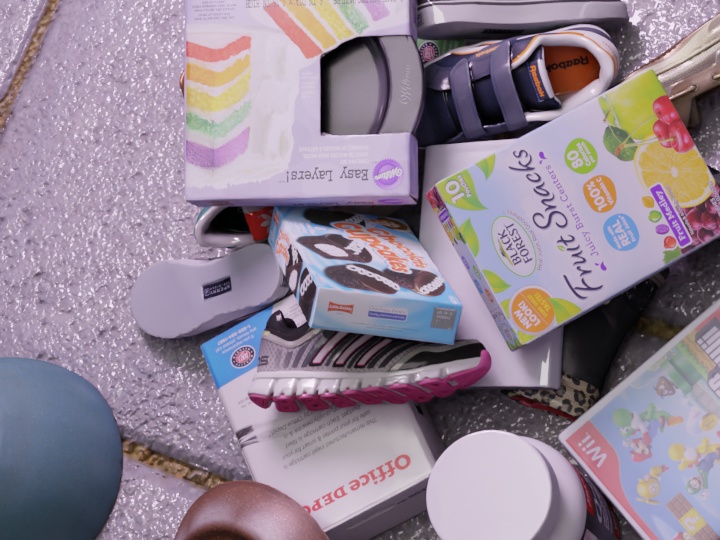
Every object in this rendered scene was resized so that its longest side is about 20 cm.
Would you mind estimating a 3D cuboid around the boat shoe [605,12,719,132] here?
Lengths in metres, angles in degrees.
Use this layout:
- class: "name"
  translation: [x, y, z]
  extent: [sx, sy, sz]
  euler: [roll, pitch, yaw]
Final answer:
- class: "boat shoe"
  translation: [0.257, -0.143, 1.598]
  extent: [0.200, 0.072, 0.065]
  euler: [-35, 84, 14]

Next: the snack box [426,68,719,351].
- class: "snack box"
  translation: [0.172, -0.047, 1.492]
  extent: [0.199, 0.053, 0.143]
  euler: [-28, 85, -10]

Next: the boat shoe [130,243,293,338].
- class: "boat shoe"
  translation: [-0.117, 0.017, 1.679]
  extent: [0.199, 0.070, 0.071]
  euler: [-17, 76, 41]

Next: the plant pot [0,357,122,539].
- class: "plant pot"
  translation: [-0.326, 0.160, 1.670]
  extent: [0.199, 0.135, 0.201]
  euler: [-7, 70, 19]

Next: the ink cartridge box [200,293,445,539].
- class: "ink cartridge box"
  translation: [-0.025, 0.123, 1.599]
  extent: [0.146, 0.084, 0.201]
  euler: [-28, 65, 8]

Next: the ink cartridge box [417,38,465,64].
- class: "ink cartridge box"
  translation: [-0.007, -0.223, 1.671]
  extent: [0.199, 0.088, 0.146]
  euler: [11, 75, -2]

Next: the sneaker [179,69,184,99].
- class: "sneaker"
  translation: [-0.085, -0.121, 1.708]
  extent: [0.200, 0.085, 0.073]
  euler: [30, 83, 24]

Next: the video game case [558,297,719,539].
- class: "video game case"
  translation: [0.275, 0.120, 1.504]
  extent: [0.200, 0.017, 0.143]
  euler: [-40, 75, -2]

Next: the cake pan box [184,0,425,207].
- class: "cake pan box"
  translation: [-0.044, -0.145, 1.571]
  extent: [0.199, 0.052, 0.185]
  euler: [0, 88, 10]

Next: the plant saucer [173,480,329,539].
- class: "plant saucer"
  translation: [-0.091, 0.270, 1.544]
  extent: [0.200, 0.037, 0.201]
  euler: [9, 105, 39]

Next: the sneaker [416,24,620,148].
- class: "sneaker"
  translation: [0.117, -0.152, 1.583]
  extent: [0.199, 0.079, 0.079]
  euler: [-21, 103, 5]

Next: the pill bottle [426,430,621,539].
- class: "pill bottle"
  translation: [0.123, 0.190, 1.457]
  extent: [0.115, 0.200, 0.116]
  euler: [-6, 70, 18]

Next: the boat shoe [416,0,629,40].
- class: "boat shoe"
  translation: [0.136, -0.231, 1.623]
  extent: [0.199, 0.071, 0.064]
  euler: [-2, 81, -23]

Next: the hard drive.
- class: "hard drive"
  translation: [0.105, -0.005, 1.556]
  extent: [0.131, 0.026, 0.201]
  euler: [-2, 80, 35]

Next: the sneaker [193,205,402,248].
- class: "sneaker"
  translation: [-0.052, -0.052, 1.644]
  extent: [0.199, 0.093, 0.071]
  euler: [-9, 109, 24]

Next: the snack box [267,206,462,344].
- class: "snack box"
  translation: [0.000, 0.000, 1.532]
  extent: [0.116, 0.200, 0.037]
  euler: [7, 109, -15]

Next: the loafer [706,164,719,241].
- class: "loafer"
  translation: [0.265, -0.054, 1.564]
  extent: [0.199, 0.073, 0.073]
  euler: [13, 81, 25]

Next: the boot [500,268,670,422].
- class: "boot"
  translation: [0.135, 0.026, 1.583]
  extent: [0.203, 0.073, 0.154]
  euler: [22, 83, 27]

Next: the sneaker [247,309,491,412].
- class: "sneaker"
  translation: [0.005, 0.059, 1.524]
  extent: [0.199, 0.074, 0.088]
  euler: [-6, 74, 19]
